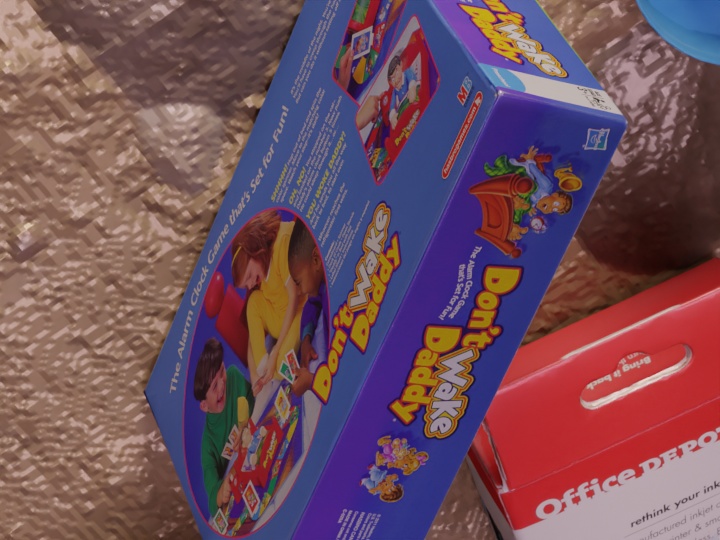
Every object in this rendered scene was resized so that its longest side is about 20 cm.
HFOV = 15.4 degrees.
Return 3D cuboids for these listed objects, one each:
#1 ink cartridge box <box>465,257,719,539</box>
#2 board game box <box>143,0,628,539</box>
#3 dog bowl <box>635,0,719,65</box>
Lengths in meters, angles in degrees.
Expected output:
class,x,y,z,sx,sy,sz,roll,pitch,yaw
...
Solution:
class,x,y,z,sx,sy,sz,roll,pitch,yaw
ink cartridge box,0.105,0.077,0.971,0.116,0.067,0.200,-24,129,-5
board game box,0.000,0.000,0.833,0.045,0.135,0.200,10,119,-27
dog bowl,0.168,-0.137,0.856,0.200,0.050,0.112,-17,128,-10
